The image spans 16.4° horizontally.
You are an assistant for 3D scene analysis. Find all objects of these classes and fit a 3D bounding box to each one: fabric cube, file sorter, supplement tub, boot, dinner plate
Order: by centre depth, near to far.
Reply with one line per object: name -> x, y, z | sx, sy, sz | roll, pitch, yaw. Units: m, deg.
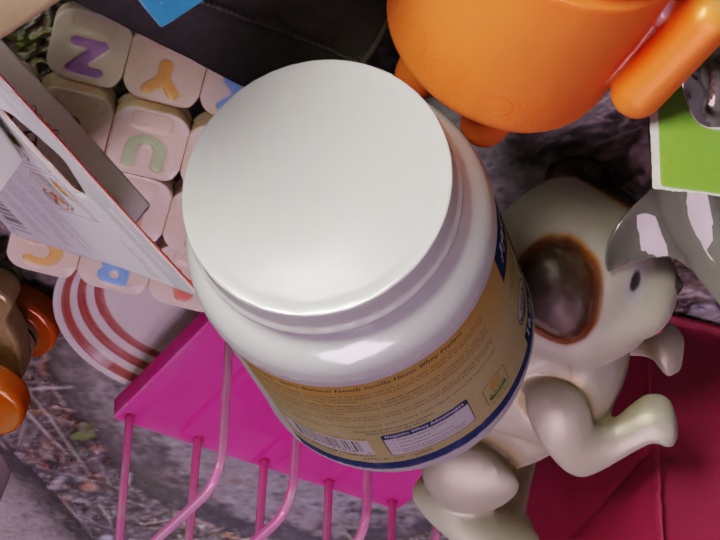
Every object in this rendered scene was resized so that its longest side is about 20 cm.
boot -> -0.066, -0.156, 1.131 | 0.199, 0.073, 0.182 | 23, 143, -23
supplement tub -> 0.000, 0.000, 1.166 | 0.144, 0.145, 0.200 | -5, 157, 10
dinner plate -> -0.074, 0.017, 1.412 | 0.199, 0.024, 0.201 | 2, 145, 1
file sorter -> -0.027, 0.124, 1.435 | 0.199, 0.126, 0.139 | 20, 141, -25
fabric cube -> 0.212, 0.174, 1.469 | 0.195, 0.201, 0.200 | 15, 141, -17

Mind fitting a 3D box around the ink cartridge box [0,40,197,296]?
ink cartridge box -> -0.167, -0.079, 1.166 | 0.173, 0.044, 0.200 | 15, 153, 49

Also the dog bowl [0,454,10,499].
dog bowl -> -0.286, 0.089, 1.420 | 0.200, 0.059, 0.200 | 30, 163, 10

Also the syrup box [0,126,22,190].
syrup box -> -0.258, -0.077, 1.142 | 0.199, 0.082, 0.079 | 24, 158, 34

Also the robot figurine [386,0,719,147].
robot figurine -> 0.085, -0.140, 1.106 | 0.116, 0.144, 0.200 | -7, 150, -27

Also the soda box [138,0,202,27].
soda box -> -0.025, -0.191, 1.023 | 0.200, 0.064, 0.068 | -33, 137, 6

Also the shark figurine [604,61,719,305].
shark figurine -> 0.170, 0.000, 1.237 | 0.089, 0.215, 0.128 | -21, 178, 2

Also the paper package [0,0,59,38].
paper package -> -0.179, -0.209, 0.949 | 0.103, 0.201, 0.190 | -25, 136, 32

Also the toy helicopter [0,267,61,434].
toy helicopter -> -0.254, 0.002, 1.376 | 0.132, 0.079, 0.201 | 1, 135, 17

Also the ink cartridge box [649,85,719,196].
ink cartridge box -> 0.223, -0.063, 1.181 | 0.199, 0.148, 0.076 | 8, 145, -7

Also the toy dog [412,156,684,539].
toy dog -> 0.090, 0.029, 1.341 | 0.194, 0.140, 0.200 | 37, 132, -2

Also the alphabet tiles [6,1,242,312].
alphabet tiles -> -0.114, -0.053, 1.297 | 0.199, 0.015, 0.196 | 14, 137, -7
